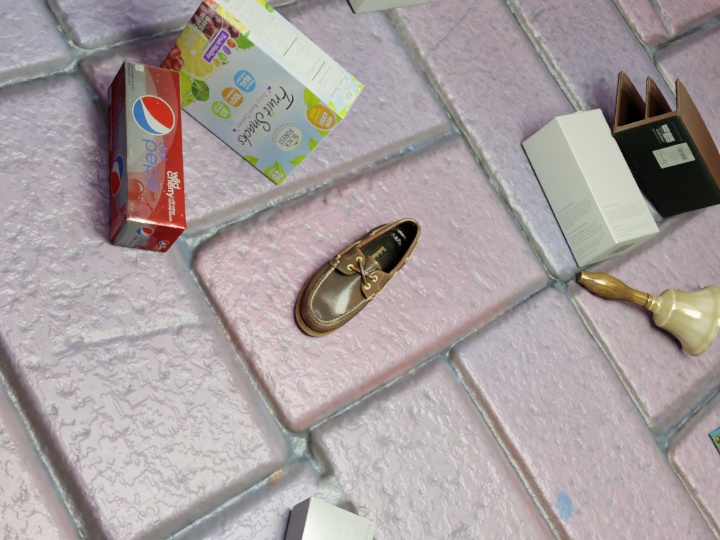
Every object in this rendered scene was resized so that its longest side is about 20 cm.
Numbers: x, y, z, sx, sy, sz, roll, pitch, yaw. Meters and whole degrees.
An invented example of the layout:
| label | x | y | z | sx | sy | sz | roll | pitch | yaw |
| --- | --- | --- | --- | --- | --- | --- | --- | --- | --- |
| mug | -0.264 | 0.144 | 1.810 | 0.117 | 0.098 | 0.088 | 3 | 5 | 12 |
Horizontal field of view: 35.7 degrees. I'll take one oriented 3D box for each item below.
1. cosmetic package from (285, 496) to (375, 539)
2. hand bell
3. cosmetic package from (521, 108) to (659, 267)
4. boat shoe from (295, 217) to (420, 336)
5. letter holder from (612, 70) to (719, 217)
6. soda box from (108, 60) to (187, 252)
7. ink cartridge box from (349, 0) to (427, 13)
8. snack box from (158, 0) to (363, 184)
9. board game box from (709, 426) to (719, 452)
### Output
| label | x | y | z | sx | sy | sz | roll | pitch | yaw |
| --- | --- | --- | --- | --- | --- | --- | --- | --- | --- |
| cosmetic package | -0.046 | 0.340 | 1.127 | 0.082 | 0.051 | 0.202 | 25 | 55 | -18 |
| hand bell | 0.395 | 0.041 | 1.568 | 0.198 | 0.104 | 0.105 | 19 | 57 | -11 |
| cosmetic package | 0.327 | -0.120 | 1.591 | 0.107 | 0.085 | 0.202 | -12 | 73 | -38 |
| boat shoe | 0.000 | 0.000 | 1.322 | 0.070 | 0.070 | 0.200 | 47 | 51 | -5 |
| letter holder | 0.464 | -0.203 | 1.669 | 0.200 | 0.100 | 0.143 | 47 | 42 | -38 |
| soda box | -0.236 | -0.126 | 1.233 | 0.069 | 0.063 | 0.202 | 8 | 63 | -29 |
| ink cartridge box | 0.037 | -0.487 | 1.547 | 0.144 | 0.147 | 0.202 | -18 | 78 | -38 |
| snack box | -0.121 | -0.215 | 1.287 | 0.199 | 0.168 | 0.068 | 37 | 53 | -11 |
| board game box | 0.595 | 0.292 | 1.588 | 0.150 | 0.037 | 0.202 | -19 | 79 | -39 |
